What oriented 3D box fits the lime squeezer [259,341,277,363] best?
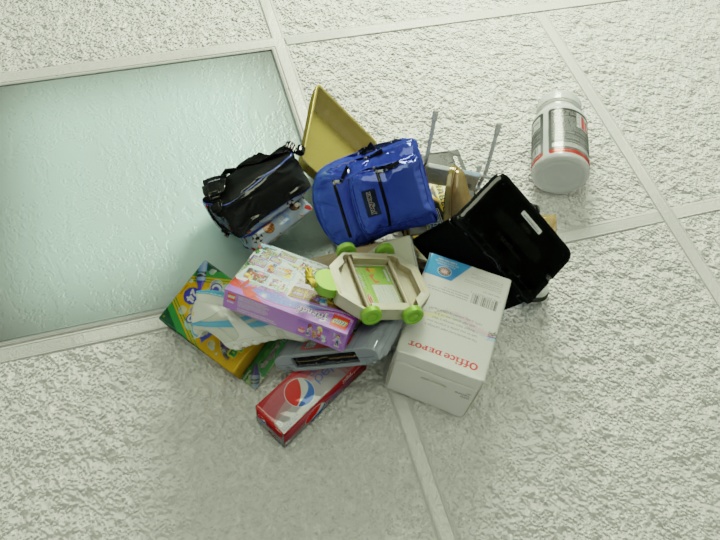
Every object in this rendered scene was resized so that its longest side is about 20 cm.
[{"bbox_3d":[-0.092,0.088,1.263,0.199,0.038,0.071,-21,61,-19],"label":"lime squeezer"}]

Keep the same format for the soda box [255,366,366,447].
[{"bbox_3d":[-0.076,0.189,1.183,0.070,0.064,0.200,39,62,19],"label":"soda box"}]

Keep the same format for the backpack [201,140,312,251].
[{"bbox_3d":[-0.191,-0.133,1.316,0.199,0.155,0.190,-34,27,-19],"label":"backpack"}]

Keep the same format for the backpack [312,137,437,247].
[{"bbox_3d":[0.016,-0.131,1.231,0.198,0.168,0.164,-16,97,1],"label":"backpack"}]

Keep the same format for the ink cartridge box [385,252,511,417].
[{"bbox_3d":[0.144,0.108,1.207,0.146,0.145,0.201,20,57,7],"label":"ink cartridge box"}]

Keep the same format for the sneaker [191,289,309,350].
[{"bbox_3d":[-0.171,0.088,1.158,0.198,0.077,0.082,13,93,7],"label":"sneaker"}]

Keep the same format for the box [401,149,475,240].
[{"bbox_3d":[0.145,-0.141,1.430,0.158,0.049,0.201,-9,58,-9],"label":"box"}]

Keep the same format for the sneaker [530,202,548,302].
[{"bbox_3d":[0.301,-0.047,1.342,0.075,0.116,0.202,-10,59,-12],"label":"sneaker"}]

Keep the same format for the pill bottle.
[{"bbox_3d":[0.410,-0.268,1.497,0.115,0.116,0.201,9,57,1],"label":"pill bottle"}]

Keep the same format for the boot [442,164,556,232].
[{"bbox_3d":[0.246,-0.094,1.293,0.198,0.066,0.177,4,96,8],"label":"boot"}]

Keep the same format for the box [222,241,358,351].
[{"bbox_3d":[-0.094,0.037,1.128,0.199,0.039,0.137,20,38,7],"label":"box"}]

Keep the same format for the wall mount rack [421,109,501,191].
[{"bbox_3d":[0.178,-0.212,1.346,0.198,0.174,0.075,10,71,0],"label":"wall mount rack"}]

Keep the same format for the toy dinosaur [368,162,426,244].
[{"bbox_3d":[0.048,-0.128,1.358,0.200,0.102,0.077,-43,30,0],"label":"toy dinosaur"}]

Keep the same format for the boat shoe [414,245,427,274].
[{"bbox_3d":[0.099,-0.017,1.341,0.198,0.072,0.076,15,40,-3],"label":"boat shoe"}]

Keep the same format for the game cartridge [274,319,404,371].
[{"bbox_3d":[-0.031,0.101,1.160,0.199,0.041,0.133,-10,26,32],"label":"game cartridge"}]

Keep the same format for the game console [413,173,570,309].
[{"bbox_3d":[0.226,-0.039,1.254,0.176,0.116,0.200,-46,104,-6],"label":"game console"}]

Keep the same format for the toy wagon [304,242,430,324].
[{"bbox_3d":[0.006,0.020,1.119,0.198,0.040,0.156,1,42,-22],"label":"toy wagon"}]

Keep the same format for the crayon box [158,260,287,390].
[{"bbox_3d":[-0.221,0.090,1.222,0.199,0.052,0.126,33,76,15],"label":"crayon box"}]

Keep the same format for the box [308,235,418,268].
[{"bbox_3d":[0.000,0.000,1.253,0.198,0.095,0.078,-13,90,5],"label":"box"}]

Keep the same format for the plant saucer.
[{"bbox_3d":[-0.049,-0.223,1.413,0.048,0.200,0.201,-20,47,35],"label":"plant saucer"}]
